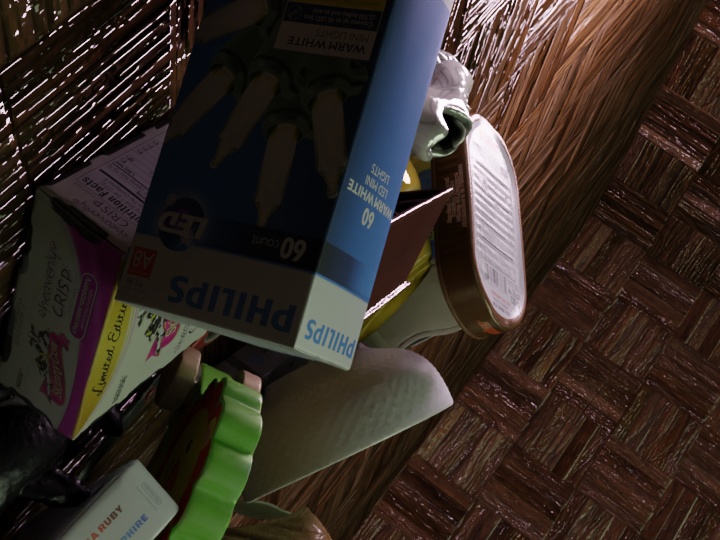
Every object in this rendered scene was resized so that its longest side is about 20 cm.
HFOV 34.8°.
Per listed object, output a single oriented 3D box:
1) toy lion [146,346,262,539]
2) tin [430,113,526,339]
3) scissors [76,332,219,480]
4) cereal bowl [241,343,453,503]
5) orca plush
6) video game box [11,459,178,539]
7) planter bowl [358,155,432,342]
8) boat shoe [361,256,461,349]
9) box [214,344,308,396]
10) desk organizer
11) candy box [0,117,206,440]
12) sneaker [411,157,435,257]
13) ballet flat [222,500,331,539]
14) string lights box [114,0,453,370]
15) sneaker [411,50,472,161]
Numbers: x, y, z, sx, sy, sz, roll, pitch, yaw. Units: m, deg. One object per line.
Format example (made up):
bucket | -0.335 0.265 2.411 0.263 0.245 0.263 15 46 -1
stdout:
toy lion | -0.122 0.151 0.747 0.202 0.068 0.192 -59 -164 16
tin | 0.104 -0.041 0.994 0.112 0.041 0.203 35 47 -54
scissors | -0.148 0.075 0.828 0.200 0.014 0.073 -48 167 -28
cereal bowl | -0.024 0.120 0.982 0.198 0.084 0.200 -25 172 -4
orca plush | -0.184 0.118 0.655 0.106 0.071 0.200 -59 168 14
video game box | -0.211 0.204 0.673 0.182 0.047 0.200 -44 -173 -35
planter bowl | 0.000 0.000 0.950 0.200 0.083 0.201 -44 171 -9
boat shoe | 0.046 0.036 1.081 0.199 0.073 0.063 -35 -170 8
box | -0.111 0.130 1.043 0.200 0.041 0.157 -34 155 -58
desk organizer | -0.010 -0.020 0.696 0.078 0.071 0.200 -63 170 18
candy box | -0.104 -0.016 0.642 0.200 0.061 0.137 -41 161 -49
sneaker | 0.045 -0.022 1.093 0.076 0.104 0.201 -42 161 -54
ballet flat | -0.116 0.230 0.970 0.197 0.073 0.068 -2 140 -29
string lights box | -0.031 -0.066 0.532 0.059 0.102 0.203 31 73 -62
sneaker | 0.058 -0.128 0.932 0.076 0.081 0.200 -63 167 25
